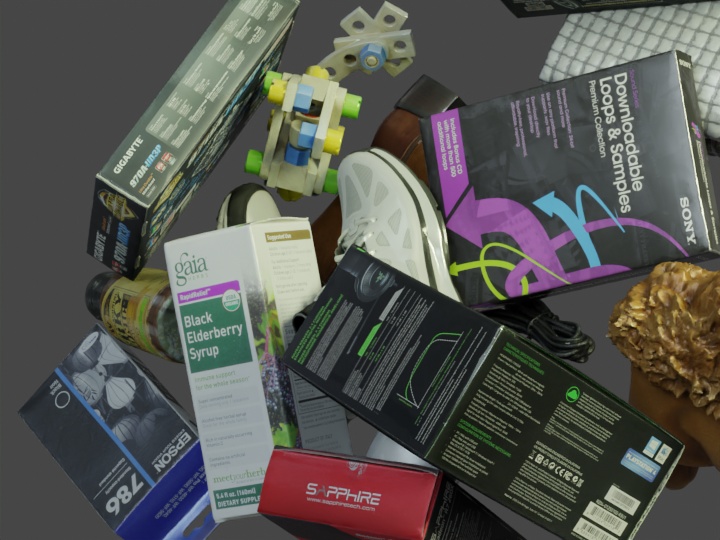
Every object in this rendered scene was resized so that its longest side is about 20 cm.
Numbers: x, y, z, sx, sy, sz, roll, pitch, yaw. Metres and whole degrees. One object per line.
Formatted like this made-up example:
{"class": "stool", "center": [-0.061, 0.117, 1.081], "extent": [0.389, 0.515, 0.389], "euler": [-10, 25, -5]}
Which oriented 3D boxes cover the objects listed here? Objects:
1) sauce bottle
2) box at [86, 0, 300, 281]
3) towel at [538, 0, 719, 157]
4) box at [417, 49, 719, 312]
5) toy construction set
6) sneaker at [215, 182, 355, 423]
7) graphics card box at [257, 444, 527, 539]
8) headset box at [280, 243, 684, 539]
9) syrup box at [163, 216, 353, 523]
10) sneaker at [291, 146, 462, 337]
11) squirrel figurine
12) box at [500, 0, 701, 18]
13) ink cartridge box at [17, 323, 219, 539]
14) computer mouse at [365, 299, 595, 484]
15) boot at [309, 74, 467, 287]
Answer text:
{"class": "sauce bottle", "center": [-0.160, 0.031, 1.597], "extent": [0.065, 0.065, 0.200], "euler": [-61, 23, -9]}
{"class": "box", "center": [-0.124, -0.103, 1.529], "extent": [0.046, 0.159, 0.200], "euler": [33, 69, 2]}
{"class": "towel", "center": [0.243, -0.188, 1.501], "extent": [0.165, 0.086, 0.200], "euler": [22, 81, 38]}
{"class": "box", "center": [0.143, -0.059, 1.449], "extent": [0.200, 0.036, 0.143], "euler": [-14, 79, 26]}
{"class": "toy construction set", "center": [-0.031, -0.127, 1.590], "extent": [0.092, 0.131, 0.200], "euler": [21, 37, 11]}
{"class": "sneaker", "center": [-0.045, 0.027, 1.540], "extent": [0.080, 0.074, 0.200], "euler": [-23, 82, 32]}
{"class": "graphics card box", "center": [0.035, 0.175, 1.366], "extent": [0.125, 0.200, 0.051], "euler": [5, 69, 31]}
{"class": "headset box", "center": [0.070, 0.081, 1.318], "extent": [0.093, 0.174, 0.200], "euler": [-59, 33, -2]}
{"class": "syrup box", "center": [-0.069, 0.068, 1.468], "extent": [0.079, 0.081, 0.200], "euler": [-12, 88, 32]}
{"class": "sneaker", "center": [0.000, 0.000, 1.455], "extent": [0.076, 0.115, 0.201], "euler": [-50, 52, 46]}
{"class": "squirrel figurine", "center": [0.251, 0.080, 1.286], "extent": [0.142, 0.200, 0.187], "euler": [-44, 40, -5]}
{"class": "box", "center": [0.160, -0.233, 1.420], "extent": [0.200, 0.160, 0.044], "euler": [-2, 67, 34]}
{"class": "ink cartridge box", "center": [-0.176, 0.136, 1.611], "extent": [0.099, 0.039, 0.200], "euler": [-48, 53, 0]}
{"class": "computer mouse", "center": [0.067, 0.097, 1.484], "extent": [0.110, 0.044, 0.200], "euler": [38, 88, 37]}
{"class": "boot", "center": [0.042, -0.028, 1.548], "extent": [0.188, 0.068, 0.200], "euler": [37, 90, 34]}
